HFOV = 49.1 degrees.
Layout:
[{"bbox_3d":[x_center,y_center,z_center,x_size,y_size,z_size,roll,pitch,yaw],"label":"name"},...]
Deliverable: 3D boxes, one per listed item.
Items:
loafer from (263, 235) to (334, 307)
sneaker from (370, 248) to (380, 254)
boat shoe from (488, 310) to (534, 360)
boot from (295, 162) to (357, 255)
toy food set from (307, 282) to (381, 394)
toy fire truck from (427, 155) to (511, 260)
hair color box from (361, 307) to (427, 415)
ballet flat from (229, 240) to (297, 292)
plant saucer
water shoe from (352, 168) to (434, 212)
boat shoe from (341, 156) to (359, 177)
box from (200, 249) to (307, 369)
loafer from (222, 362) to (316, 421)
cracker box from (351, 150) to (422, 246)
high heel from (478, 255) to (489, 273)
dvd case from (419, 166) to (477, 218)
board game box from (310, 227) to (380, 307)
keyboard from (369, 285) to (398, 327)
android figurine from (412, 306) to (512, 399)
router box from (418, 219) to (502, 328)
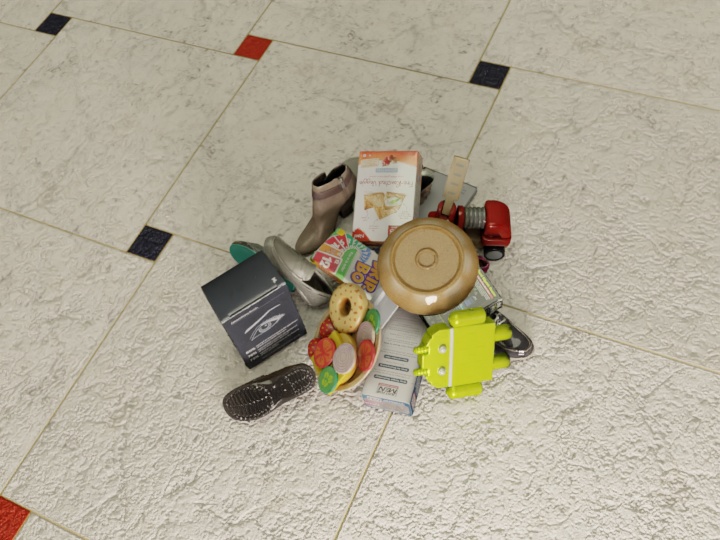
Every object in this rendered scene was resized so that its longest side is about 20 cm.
[{"bbox_3d":[-0.123,-0.002,1.627,0.069,0.200,0.070,-17,42,32],"label":"loafer"},{"bbox_3d":[0.017,-0.021,1.696,0.199,0.075,0.085,22,57,15],"label":"sneaker"},{"bbox_3d":[0.256,0.109,1.570,0.199,0.063,0.073,32,66,26],"label":"boat shoe"},{"bbox_3d":[-0.084,-0.142,1.740,0.070,0.147,0.200,33,67,29],"label":"boot"},{"bbox_3d":[-0.032,0.140,1.550,0.200,0.048,0.199,-50,45,19],"label":"toy food set"},{"bbox_3d":[0.228,-0.126,1.633,0.174,0.201,0.130,2,61,1],"label":"toy fire truck"},{"bbox_3d":[0.077,0.176,1.557,0.099,0.061,0.201,9,58,16],"label":"hair color box"},{"bbox_3d":[-0.197,-0.015,1.735,0.199,0.072,0.072,29,66,25],"label":"ballet flat"},{"bbox_3d":[0.128,-0.016,1.516,0.198,0.035,0.202,-2,70,6],"label":"plant saucer"},{"bbox_3d":[0.081,-0.155,1.756,0.199,0.071,0.080,-24,64,14],"label":"water shoe"},{"bbox_3d":[0.049,-0.236,1.832,0.198,0.075,0.060,-3,13,27],"label":"boat shoe"},{"bbox_3d":[-0.210,0.081,1.583,0.147,0.201,0.104,-31,56,-12],"label":"box"},{"bbox_3d":[-0.176,0.240,1.565,0.198,0.071,0.074,-20,95,6],"label":"loafer"},{"bbox_3d":[0.058,-0.153,1.695,0.133,0.058,0.202,2,80,17],"label":"cracker box"},{"bbox_3d":[0.162,-0.016,1.614,0.198,0.096,0.068,14,74,-8],"label":"high heel"},{"bbox_3d":[0.155,-0.138,1.776,0.142,0.018,0.201,25,65,22],"label":"dvd case"},{"bbox_3d":[0.000,0.000,1.626,0.199,0.030,0.096,36,69,18],"label":"board game box"},{"bbox_3d":[0.017,0.107,1.573,0.056,0.011,0.201,43,109,20],"label":"keyboard"},{"bbox_3d":[0.190,0.156,1.486,0.198,0.184,0.041,-6,22,-17],"label":"android figurine"},{"bbox_3d":[0.163,0.024,1.550,0.149,0.062,0.201,-30,69,-3],"label":"router box"}]
